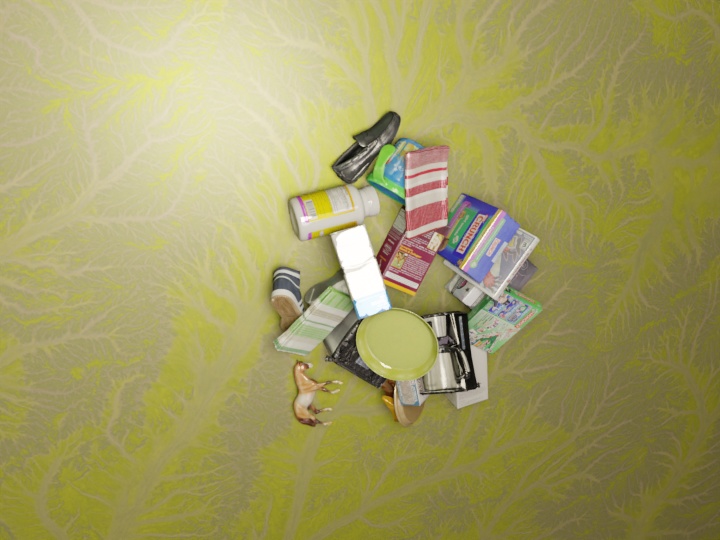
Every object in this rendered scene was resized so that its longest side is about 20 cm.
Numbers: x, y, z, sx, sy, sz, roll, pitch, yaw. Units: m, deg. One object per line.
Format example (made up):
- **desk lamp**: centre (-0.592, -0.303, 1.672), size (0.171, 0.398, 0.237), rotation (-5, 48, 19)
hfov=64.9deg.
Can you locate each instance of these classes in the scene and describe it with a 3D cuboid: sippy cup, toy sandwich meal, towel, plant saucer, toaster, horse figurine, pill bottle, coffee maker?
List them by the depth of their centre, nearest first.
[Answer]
- **towel**: centre (0.154, -0.181, 1.304), size (0.144, 0.023, 0.200), rotation (-21, 118, -40)
- **pill bottle**: centre (-0.060, -0.141, 1.324), size (0.200, 0.104, 0.104), rotation (-15, 113, -14)
- **sippy cup**: centre (0.103, -0.235, 1.333), size (0.140, 0.178, 0.130), rotation (30, 92, -2)
- **plant saucer**: centre (0.089, 0.172, 1.355), size (0.200, 0.031, 0.200), rotation (7, 116, 14)
- **towel**: centre (-0.107, 0.125, 1.376), size (0.200, 0.031, 0.149), rotation (-46, 153, 8)
- **coffee maker**: centre (0.219, 0.208, 1.441), size (0.135, 0.192, 0.200), rotation (-9, 79, 20)
- **toaster**: centre (0.016, 0.178, 1.459), size (0.200, 0.119, 0.181), rotation (35, 94, -27)
- **horse figurine**: centre (-0.128, 0.340, 1.502), size (0.132, 0.050, 0.200), rotation (12, 111, -10)
- **toy sandwich meal**: centre (0.116, 0.327, 1.554), size (0.205, 0.070, 0.205), rotation (-1, 91, -60)

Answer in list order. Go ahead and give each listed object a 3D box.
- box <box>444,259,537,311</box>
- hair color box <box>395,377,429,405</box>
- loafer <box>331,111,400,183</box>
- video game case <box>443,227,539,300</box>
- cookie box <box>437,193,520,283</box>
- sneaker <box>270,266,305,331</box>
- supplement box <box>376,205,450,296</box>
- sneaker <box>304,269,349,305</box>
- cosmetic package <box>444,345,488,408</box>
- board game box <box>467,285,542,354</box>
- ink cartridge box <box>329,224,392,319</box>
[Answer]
- **box**: centre (0.349, 0.020, 1.522), size (0.132, 0.115, 0.200), rotation (37, 93, -27)
- **hair color box**: centre (0.165, 0.270, 1.505), size (0.200, 0.060, 0.100), rotation (-26, 106, -57)
- **loafer**: centre (0.014, -0.293, 1.314), size (0.201, 0.068, 0.070), rotation (-49, 126, 6)
- **video game case**: centre (0.327, -0.047, 1.444), size (0.023, 0.200, 0.182), rotation (29, 98, -43)
- **cookie box**: centre (0.276, -0.086, 1.409), size (0.075, 0.200, 0.171), rotation (31, 96, -26)
- **sneaker**: centre (-0.169, 0.071, 1.384), size (0.070, 0.109, 0.200), rotation (-6, 146, 4)
- **supplement box**: centre (0.122, -0.053, 1.431), size (0.110, 0.086, 0.200), rotation (22, 101, -25)
- **sneaker**: centre (-0.039, 0.043, 1.425), size (0.200, 0.070, 0.080), rotation (-31, 124, 1)
- **cosmetic package**: centre (0.299, 0.279, 1.616), size (0.107, 0.085, 0.200), rotation (-12, 112, -16)
- **board game box**: centre (0.354, 0.129, 1.477), size (0.134, 0.029, 0.200), rotation (25, 125, -20)
- **ink cartridge box**: centre (0.000, 0.000, 1.305), size (0.084, 0.145, 0.200), rotation (-18, 93, -1)
